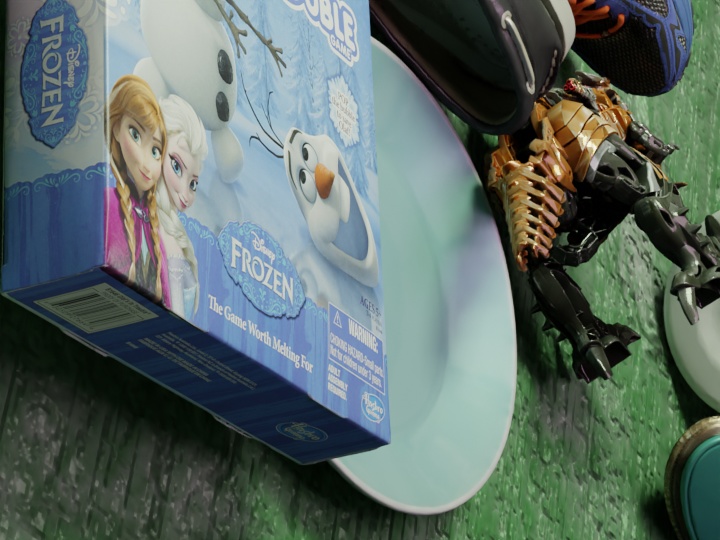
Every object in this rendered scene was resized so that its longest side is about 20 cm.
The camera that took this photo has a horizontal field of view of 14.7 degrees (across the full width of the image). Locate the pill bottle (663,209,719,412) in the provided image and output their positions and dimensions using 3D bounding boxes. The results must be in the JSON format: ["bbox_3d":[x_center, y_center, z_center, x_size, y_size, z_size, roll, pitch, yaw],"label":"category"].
[{"bbox_3d":[0.240,0.014,1.395,0.200,0.111,0.112,-7,82,-59],"label":"pill bottle"}]

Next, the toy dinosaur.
[{"bbox_3d":[0.092,-0.027,1.217,0.136,0.102,0.200,55,42,-2],"label":"toy dinosaur"}]

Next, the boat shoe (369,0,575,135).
[{"bbox_3d":[0.013,-0.139,1.144,0.200,0.074,0.060,52,42,-27],"label":"boat shoe"}]

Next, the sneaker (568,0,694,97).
[{"bbox_3d":[0.077,-0.142,1.264,0.200,0.075,0.079,43,50,-28],"label":"sneaker"}]

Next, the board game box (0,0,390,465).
[{"bbox_3d":[-0.053,-0.057,0.959,0.200,0.043,0.200,36,46,-57],"label":"board game box"}]

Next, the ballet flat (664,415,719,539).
[{"bbox_3d":[0.195,0.125,1.333,0.200,0.070,0.065,52,10,-35],"label":"ballet flat"}]

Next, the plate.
[{"bbox_3d":[0.000,0.000,1.106,0.200,0.025,0.201,33,49,-48],"label":"plate"}]
